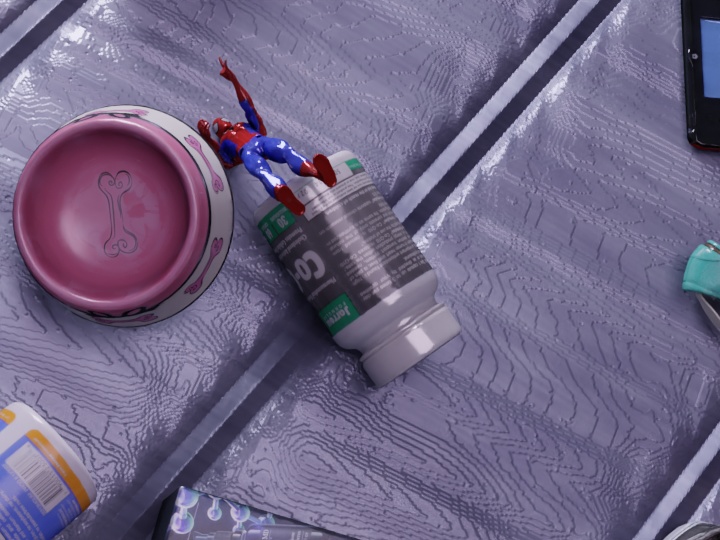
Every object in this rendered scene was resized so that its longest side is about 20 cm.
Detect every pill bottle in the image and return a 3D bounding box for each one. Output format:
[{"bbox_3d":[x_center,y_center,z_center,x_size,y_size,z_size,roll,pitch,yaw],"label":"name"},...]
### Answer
[{"bbox_3d":[0.000,0.000,1.533,0.113,0.113,0.200,-33,85,-21],"label":"pill bottle"},{"bbox_3d":[-0.327,0.213,1.384,0.200,0.112,0.112,-41,89,-21],"label":"pill bottle"}]

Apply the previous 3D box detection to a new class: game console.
[{"bbox_3d":[0.424,-0.216,1.755,0.176,0.031,0.201,5,73,-15],"label":"game console"}]

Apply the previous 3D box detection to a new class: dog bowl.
[{"bbox_3d":[-0.215,-0.048,1.465,0.199,0.074,0.201,0,91,7],"label":"dog bowl"}]

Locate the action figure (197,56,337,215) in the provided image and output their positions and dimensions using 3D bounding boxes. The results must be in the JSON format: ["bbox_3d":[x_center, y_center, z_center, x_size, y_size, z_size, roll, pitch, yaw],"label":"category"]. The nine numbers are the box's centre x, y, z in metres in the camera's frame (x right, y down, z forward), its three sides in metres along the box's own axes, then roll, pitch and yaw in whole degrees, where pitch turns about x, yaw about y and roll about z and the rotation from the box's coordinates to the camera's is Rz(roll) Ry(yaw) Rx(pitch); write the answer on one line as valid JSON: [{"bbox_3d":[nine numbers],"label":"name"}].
[{"bbox_3d":[-0.102,-0.124,1.495,0.065,0.200,0.099,-40,119,-10],"label":"action figure"}]

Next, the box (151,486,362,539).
[{"bbox_3d":[-0.090,0.288,1.431,0.199,0.107,0.149,18,72,-9],"label":"box"}]

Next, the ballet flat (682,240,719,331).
[{"bbox_3d":[0.403,0.052,1.664,0.200,0.067,0.070,35,93,-4],"label":"ballet flat"}]

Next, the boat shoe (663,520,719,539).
[{"bbox_3d":[0.273,0.303,1.546,0.072,0.071,0.200,44,69,0],"label":"boat shoe"}]
